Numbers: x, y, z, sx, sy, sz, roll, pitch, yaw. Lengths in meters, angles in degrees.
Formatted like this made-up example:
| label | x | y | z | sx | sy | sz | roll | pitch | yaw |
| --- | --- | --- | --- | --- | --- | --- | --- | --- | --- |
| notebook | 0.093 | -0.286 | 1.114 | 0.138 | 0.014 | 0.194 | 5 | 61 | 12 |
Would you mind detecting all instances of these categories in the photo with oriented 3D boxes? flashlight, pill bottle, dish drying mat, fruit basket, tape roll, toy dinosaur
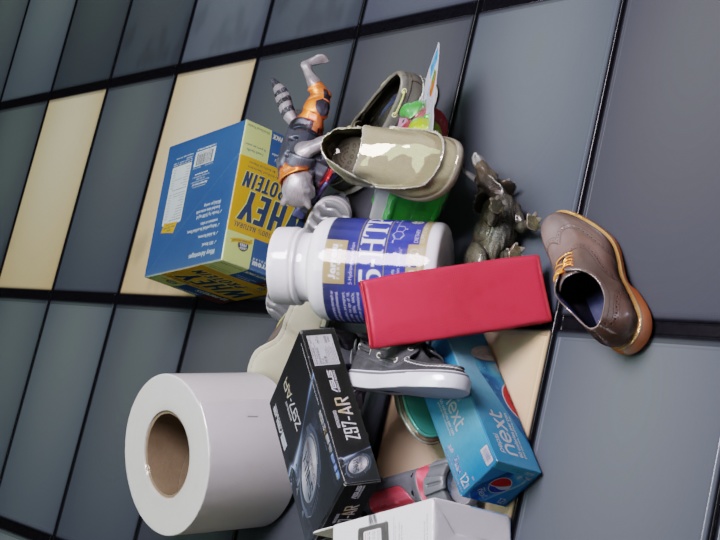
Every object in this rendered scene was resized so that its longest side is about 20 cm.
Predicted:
| label | x | y | z | sx | sy | sz | roll | pitch | yaw |
| --- | --- | --- | --- | --- | --- | --- | --- | --- | --- |
| flashlight | 0.050 | 0.256 | 1.549 | 0.200 | 0.068 | 0.068 | -27 | 92 | 46 |
| pill bottle | 0.000 | 0.000 | 1.587 | 0.199 | 0.120 | 0.120 | 3 | 72 | 14 |
| dish drying mat | 0.101 | 0.033 | 1.487 | 0.018 | 0.199 | 0.077 | 119 | 141 | -74 |
| fruit basket | 0.062 | -0.139 | 1.652 | 0.185 | 0.093 | 0.201 | 107 | 166 | -55 |
| tape roll | -0.190 | 0.231 | 1.770 | 0.202 | 0.139 | 0.204 | -5 | 84 | 50 |
| toy dinosaur | 0.149 | -0.031 | 1.561 | 0.102 | 0.077 | 0.201 | -178 | 96 | -81 |

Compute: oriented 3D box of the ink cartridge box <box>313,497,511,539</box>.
| label | x | y | z | sx | sy | sz | roll | pitch | yaw |
| --- | --- | --- | --- | --- | --- | --- | --- | --- | --- |
| ink cartridge box | 0.051 | 0.301 | 1.480 | 0.200 | 0.116 | 0.067 | -25 | 56 | 45 |

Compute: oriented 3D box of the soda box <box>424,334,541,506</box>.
| label | x | y | z | sx | sy | sz | roll | pitch | yaw |
| --- | --- | --- | --- | --- | --- | --- | --- | --- | --- |
| soda box | 0.120 | 0.151 | 1.500 | 0.064 | 0.068 | 0.200 | -48 | 41 | 29 |

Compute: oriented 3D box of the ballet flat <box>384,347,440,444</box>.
| label | x | y | z | sx | sy | sz | roll | pitch | yaw |
| --- | --- | --- | --- | --- | --- | --- | --- | --- | --- |
| ballet flat | 0.063 | 0.123 | 1.607 | 0.064 | 0.067 | 0.201 | 109 | 155 | -51 |

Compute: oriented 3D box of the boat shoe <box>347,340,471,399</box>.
| label | x | y | z | sx | sy | sz | roll | pitch | yaw |
| --- | --- | --- | --- | --- | --- | --- | --- | --- | --- |
| boat shoe | 0.052 | 0.100 | 1.504 | 0.200 | 0.070 | 0.067 | -7 | 71 | 61 |

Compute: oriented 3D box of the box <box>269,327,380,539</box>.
| label | x | y | z | sx | sy | sz | roll | pitch | yaw |
| --- | --- | --- | --- | --- | --- | --- | --- | --- | --- |
| box | -0.044 | 0.191 | 1.576 | 0.160 | 0.043 | 0.201 | 115 | 145 | -50 |

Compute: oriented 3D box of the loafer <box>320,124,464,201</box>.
| label | x | y | z | sx | sy | sz | roll | pitch | yaw |
| --- | --- | --- | --- | --- | --- | --- | --- | --- | --- |
| loafer | 0.028 | -0.120 | 1.520 | 0.200 | 0.068 | 0.076 | 5 | 80 | 48 |

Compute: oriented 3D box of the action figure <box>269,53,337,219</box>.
| label | x | y | z | sx | sy | sz | roll | pitch | yaw |
| --- | --- | --- | --- | --- | --- | --- | --- | --- | --- |
| action figure | -0.081 | -0.154 | 1.811 | 0.200 | 0.104 | 0.194 | 125 | 154 | -50 |

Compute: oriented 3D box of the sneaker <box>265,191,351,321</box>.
| label | x | y | z | sx | sy | sz | roll | pitch | yaw |
| --- | --- | --- | --- | --- | --- | --- | --- | --- | --- |
| sneaker | -0.057 | -0.014 | 1.828 | 0.200 | 0.075 | 0.082 | -59 | 0 | 24 |

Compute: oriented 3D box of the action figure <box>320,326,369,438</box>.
| label | x | y | z | sx | sy | sz | roll | pitch | yaw |
| --- | --- | --- | --- | --- | --- | --- | --- | --- | --- |
| action figure | -0.024 | 0.173 | 1.680 | 0.130 | 0.069 | 0.201 | 3 | 79 | 48 |

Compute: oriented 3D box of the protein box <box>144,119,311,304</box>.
| label | x | y | z | sx | sy | sz | roll | pitch | yaw |
| --- | --- | --- | --- | --- | --- | --- | --- | --- | --- |
| protein box | -0.178 | -0.076 | 1.939 | 0.198 | 0.135 | 0.201 | -11 | 65 | 49 |

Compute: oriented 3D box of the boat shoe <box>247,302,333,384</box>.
| label | x | y | z | sx | sy | sz | roll | pitch | yaw |
| --- | --- | --- | --- | --- | --- | --- | --- | --- | --- |
| boat shoe | -0.084 | 0.092 | 1.799 | 0.060 | 0.072 | 0.200 | -45 | -11 | -51 |

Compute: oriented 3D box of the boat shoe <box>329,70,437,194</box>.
| label | x | y | z | sx | sy | sz | roll | pitch | yaw |
| --- | --- | --- | --- | --- | --- | --- | --- | --- | --- |
| boat shoe | 0.015 | -0.179 | 1.801 | 0.202 | 0.060 | 0.072 | -47 | 42 | 28 |

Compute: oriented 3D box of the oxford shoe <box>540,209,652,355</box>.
| label | x | y | z | sx | sy | sz | roll | pitch | yaw |
| --- | --- | --- | --- | --- | --- | --- | --- | --- | --- |
| oxford shoe | 0.228 | -0.001 | 1.429 | 0.071 | 0.073 | 0.200 | -53 | 39 | 22 |
